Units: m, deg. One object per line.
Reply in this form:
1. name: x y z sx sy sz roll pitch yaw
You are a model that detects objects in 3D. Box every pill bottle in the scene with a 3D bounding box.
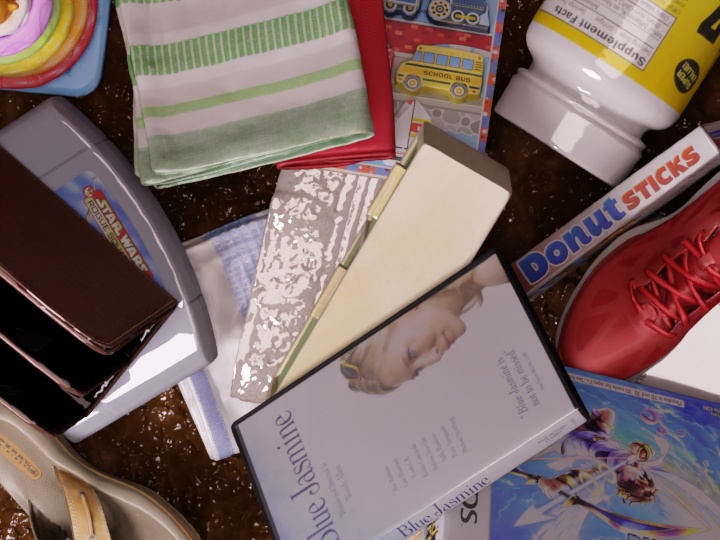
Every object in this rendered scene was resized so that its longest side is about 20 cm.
1. pill bottle: 0.176 -0.160 1.598 0.114 0.114 0.200 32 95 -2

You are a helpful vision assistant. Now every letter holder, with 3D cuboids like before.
1. letter holder: -0.235 0.005 1.560 0.200 0.142 0.101 41 107 3

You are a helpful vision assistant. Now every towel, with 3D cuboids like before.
1. towel: -0.036 0.026 1.661 0.200 0.024 0.147 -21 95 2
2. towel: -0.081 -0.158 1.595 0.152 0.023 0.200 -14 67 9
3. towel: 0.000 0.000 1.630 0.132 0.034 0.201 13 95 -1

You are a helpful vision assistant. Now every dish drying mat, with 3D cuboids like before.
1. dish drying mat: -0.023 -0.160 1.609 0.077 0.018 0.201 -5 71 -1

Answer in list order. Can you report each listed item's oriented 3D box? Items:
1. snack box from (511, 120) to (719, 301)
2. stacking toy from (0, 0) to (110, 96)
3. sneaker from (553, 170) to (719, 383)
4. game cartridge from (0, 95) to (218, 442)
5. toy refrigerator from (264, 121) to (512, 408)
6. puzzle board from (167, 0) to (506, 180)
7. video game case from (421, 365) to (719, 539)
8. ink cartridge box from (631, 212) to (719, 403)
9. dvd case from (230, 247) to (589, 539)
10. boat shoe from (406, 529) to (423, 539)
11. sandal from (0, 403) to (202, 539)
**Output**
1. snack box: 0.151 -0.028 1.599 0.200 0.072 0.024 -37 83 22
2. stacking toy: -0.222 -0.164 1.559 0.116 0.200 0.110 5 95 1
3. sneaker: 0.197 -0.004 1.526 0.078 0.116 0.200 44 90 0
4. game cartridge: -0.184 -0.004 1.638 0.133 0.042 0.200 -31 92 21
5. toy refrigerator: 0.013 0.012 1.568 0.070 0.076 0.200 30 103 -5
6. puzzle board: -0.012 -0.134 1.618 0.199 0.017 0.151 9 67 0
7. video game case: 0.137 0.144 1.499 0.199 0.045 0.182 13 51 -11
8. ink cartridge box: 0.249 0.069 1.629 0.200 0.084 0.146 24 94 0
9. dvd case: 0.024 0.088 1.484 0.200 0.143 0.018 -34 135 9
10. boat shoe: 0.027 0.159 1.585 0.074 0.200 0.069 -32 88 -9
11. sandal: -0.187 0.158 1.643 0.200 0.054 0.080 39 129 0
